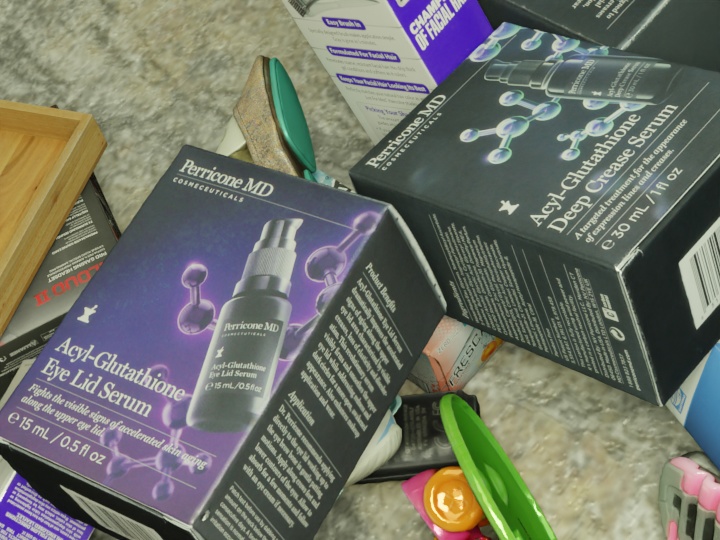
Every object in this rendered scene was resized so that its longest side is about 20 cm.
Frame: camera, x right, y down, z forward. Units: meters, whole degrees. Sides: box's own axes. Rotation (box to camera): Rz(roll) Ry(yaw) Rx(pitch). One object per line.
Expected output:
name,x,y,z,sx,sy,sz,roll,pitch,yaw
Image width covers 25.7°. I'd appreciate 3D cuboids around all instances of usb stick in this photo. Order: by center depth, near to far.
usb stick,-0.025,0.108,0.965,0.199,0.033,0.056,-8,58,11

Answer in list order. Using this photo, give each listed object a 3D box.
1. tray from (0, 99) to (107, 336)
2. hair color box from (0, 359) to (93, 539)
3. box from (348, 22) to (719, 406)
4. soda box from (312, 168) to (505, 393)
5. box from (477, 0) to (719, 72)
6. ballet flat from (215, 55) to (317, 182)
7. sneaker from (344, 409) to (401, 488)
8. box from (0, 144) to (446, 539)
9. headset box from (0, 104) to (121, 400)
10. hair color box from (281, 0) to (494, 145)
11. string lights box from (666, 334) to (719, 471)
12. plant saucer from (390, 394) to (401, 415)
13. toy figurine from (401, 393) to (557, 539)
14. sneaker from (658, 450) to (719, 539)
tray,-0.253,-0.021,1.024,0.098,0.037,0.201,11,60,22
hair color box,-0.205,0.150,0.920,0.109,0.065,0.201,-10,47,60
box,0.122,-0.039,0.882,0.200,0.107,0.148,22,58,43
soda box,0.000,0.000,1.016,0.200,0.064,0.068,33,70,31
box,0.128,-0.164,1.031,0.200,0.149,0.107,33,70,32
ballet flat,-0.057,-0.055,0.992,0.067,0.068,0.201,-25,51,7
sneaker,-0.068,0.132,0.887,0.200,0.072,0.073,-40,81,-10
box,-0.071,0.051,0.835,0.147,0.104,0.201,16,64,32
headset box,-0.231,0.004,1.070,0.148,0.077,0.200,-27,51,-4
hair color box,0.035,-0.131,0.997,0.109,0.200,0.065,16,60,48
string lights box,0.252,0.102,0.815,0.102,0.059,0.200,2,30,-22
plant saucer,-0.056,0.142,0.931,0.070,0.019,0.200,31,81,20
toy figurine,0.025,0.200,0.853,0.184,0.150,0.201,-33,77,8
sneaker,0.250,0.157,0.840,0.095,0.079,0.200,-28,50,-33
